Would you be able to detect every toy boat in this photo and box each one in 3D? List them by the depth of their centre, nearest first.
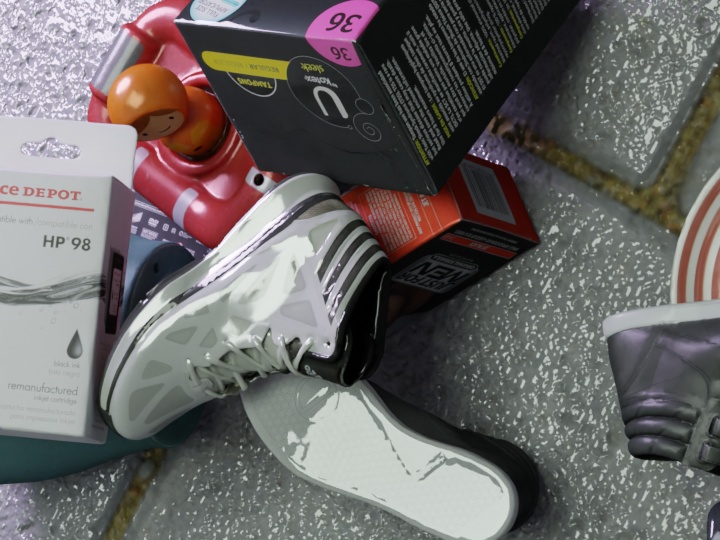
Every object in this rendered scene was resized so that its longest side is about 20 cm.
[{"bbox_3d":[-0.112,-0.097,1.716,0.200,0.131,0.131,37,102,32],"label":"toy boat"}]

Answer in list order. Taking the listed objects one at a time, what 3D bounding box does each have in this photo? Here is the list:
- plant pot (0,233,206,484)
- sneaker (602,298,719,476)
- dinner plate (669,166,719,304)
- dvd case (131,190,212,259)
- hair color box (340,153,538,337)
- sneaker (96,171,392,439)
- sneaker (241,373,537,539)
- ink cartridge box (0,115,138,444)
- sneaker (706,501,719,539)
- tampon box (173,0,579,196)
[{"bbox_3d":[-0.203,0.047,1.747,0.187,0.200,0.201,0,80,21],"label":"plant pot"},{"bbox_3d":[0.228,0.063,1.503,0.200,0.071,0.100,-12,76,37],"label":"sneaker"},{"bbox_3d":[0.272,0.008,1.537,0.200,0.024,0.201,-8,76,31],"label":"dinner plate"},{"bbox_3d":[-0.072,-0.097,1.782,0.146,0.022,0.201,20,92,34],"label":"dvd case"},{"bbox_3d":[0.000,0.000,1.668,0.200,0.101,0.061,-32,66,25],"label":"hair color box"},{"bbox_3d":[-0.063,0.045,1.569,0.201,0.076,0.115,-46,53,6],"label":"sneaker"},{"bbox_3d":[0.021,0.110,1.623,0.200,0.099,0.071,28,95,23],"label":"sneaker"},{"bbox_3d":[-0.206,0.000,1.629,0.115,0.067,0.201,4,83,8],"label":"ink cartridge box"},{"bbox_3d":[0.256,0.218,1.488,0.087,0.074,0.201,-18,80,14],"label":"sneaker"},{"bbox_3d":[0.018,-0.163,1.607,0.150,0.126,0.200,9,51,41],"label":"tampon box"}]
